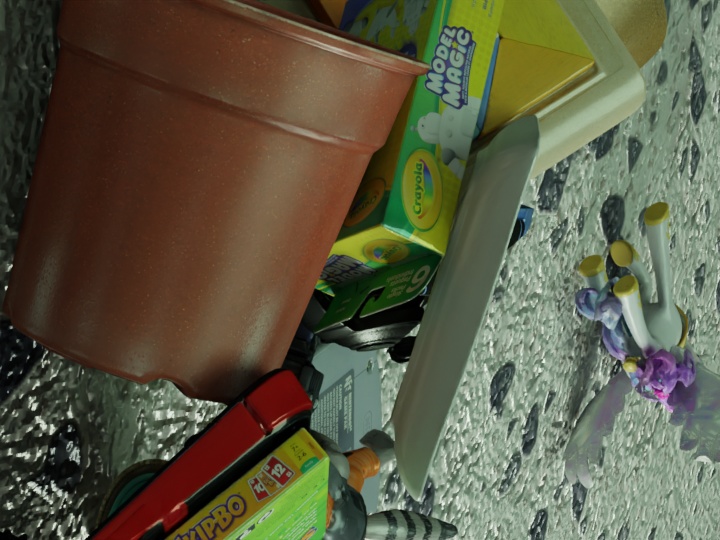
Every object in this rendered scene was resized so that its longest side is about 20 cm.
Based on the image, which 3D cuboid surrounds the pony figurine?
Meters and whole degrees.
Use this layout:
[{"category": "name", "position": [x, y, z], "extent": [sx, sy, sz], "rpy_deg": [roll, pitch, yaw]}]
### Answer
[{"category": "pony figurine", "position": [0.249, 0.074, 1.984], "extent": [0.201, 0.165, 0.194], "rpy_deg": [65, 35, -30]}]

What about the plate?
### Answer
[{"category": "plate", "position": [0.056, 0.011, 1.302], "extent": [0.200, 0.032, 0.201], "rpy_deg": [-61, 169, -80]}]

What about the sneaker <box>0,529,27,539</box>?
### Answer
[{"category": "sneaker", "position": [-0.211, 0.190, 1.194], "extent": [0.091, 0.066, 0.200], "rpy_deg": [-58, 170, 12]}]

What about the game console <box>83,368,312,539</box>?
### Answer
[{"category": "game console", "position": [-0.098, 0.133, 1.210], "extent": [0.176, 0.031, 0.200], "rpy_deg": [-38, 167, -13]}]

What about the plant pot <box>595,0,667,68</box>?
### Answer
[{"category": "plant pot", "position": [0.068, -0.129, 1.499], "extent": [0.200, 0.185, 0.187], "rpy_deg": [-52, 146, -20]}]

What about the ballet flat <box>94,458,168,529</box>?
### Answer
[{"category": "ballet flat", "position": [-0.122, 0.191, 1.384], "extent": [0.065, 0.070, 0.202], "rpy_deg": [-85, 179, -65]}]

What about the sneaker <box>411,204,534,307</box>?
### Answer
[{"category": "sneaker", "position": [0.054, -0.014, 1.626], "extent": [0.199, 0.070, 0.079], "rpy_deg": [-6, 111, -56]}]

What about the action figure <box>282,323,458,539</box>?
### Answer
[{"category": "action figure", "position": [-0.015, 0.126, 1.439], "extent": [0.193, 0.104, 0.202], "rpy_deg": [19, 86, -65]}]

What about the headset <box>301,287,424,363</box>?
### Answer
[{"category": "headset", "position": [0.000, 0.000, 1.420], "extent": [0.200, 0.093, 0.124], "rpy_deg": [36, 51, -39]}]

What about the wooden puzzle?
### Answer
[{"category": "wooden puzzle", "position": [0.055, -0.143, 1.393], "extent": [0.184, 0.201, 0.037], "rpy_deg": [-32, -179, -16]}]

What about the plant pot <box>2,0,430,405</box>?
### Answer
[{"category": "plant pot", "position": [-0.087, -0.046, 1.203], "extent": [0.200, 0.200, 0.197], "rpy_deg": [6, 104, -64]}]

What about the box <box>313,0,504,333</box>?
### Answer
[{"category": "box", "position": [0.014, -0.069, 1.280], "extent": [0.048, 0.117, 0.202], "rpy_deg": [23, 67, -26]}]

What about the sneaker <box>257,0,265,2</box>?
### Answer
[{"category": "sneaker", "position": [-0.036, -0.202, 1.269], "extent": [0.081, 0.076, 0.200], "rpy_deg": [-46, 175, -16]}]

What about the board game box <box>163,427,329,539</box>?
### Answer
[{"category": "board game box", "position": [-0.060, 0.145, 1.231], "extent": [0.095, 0.030, 0.200], "rpy_deg": [-39, 164, -13]}]

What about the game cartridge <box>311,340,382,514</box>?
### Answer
[{"category": "game cartridge", "position": [-0.030, 0.132, 1.554], "extent": [0.133, 0.041, 0.202], "rpy_deg": [-40, 136, -57]}]
